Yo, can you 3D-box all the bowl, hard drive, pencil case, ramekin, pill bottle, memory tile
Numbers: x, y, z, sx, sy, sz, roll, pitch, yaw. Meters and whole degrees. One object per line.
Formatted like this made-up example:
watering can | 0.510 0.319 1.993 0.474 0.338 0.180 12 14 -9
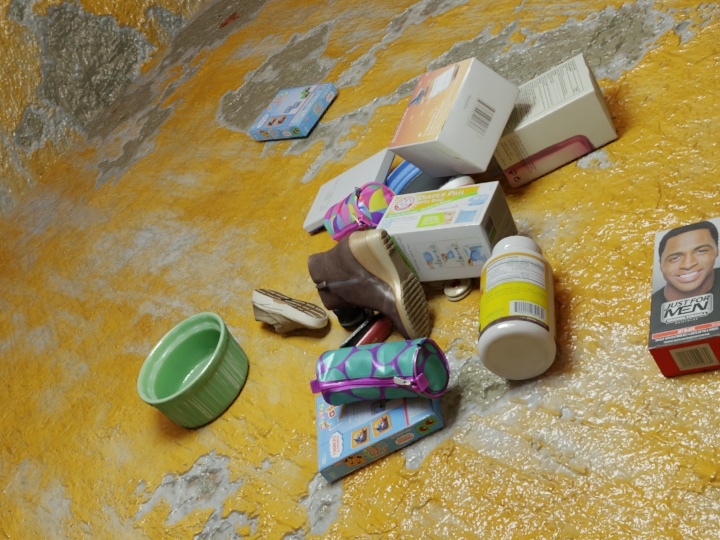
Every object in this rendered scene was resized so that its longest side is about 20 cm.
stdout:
bowl | 0.118 -0.158 1.750 0.199 0.039 0.202 -32 29 20
hard drive | -0.023 -0.159 1.882 0.198 0.025 0.133 -25 31 40
pencil case | 0.028 0.149 1.378 0.197 0.087 0.092 -11 12 37
ramekin | -0.298 0.185 1.718 0.197 0.098 0.202 -27 35 20
pill bottle | 0.222 0.047 1.350 0.108 0.110 0.202 -20 37 26
memory tile | 0.158 -0.035 1.598 0.153 0.017 0.199 -45 33 -8
pencil case | -0.004 -0.101 1.718 0.089 0.088 0.200 -51 8 -18

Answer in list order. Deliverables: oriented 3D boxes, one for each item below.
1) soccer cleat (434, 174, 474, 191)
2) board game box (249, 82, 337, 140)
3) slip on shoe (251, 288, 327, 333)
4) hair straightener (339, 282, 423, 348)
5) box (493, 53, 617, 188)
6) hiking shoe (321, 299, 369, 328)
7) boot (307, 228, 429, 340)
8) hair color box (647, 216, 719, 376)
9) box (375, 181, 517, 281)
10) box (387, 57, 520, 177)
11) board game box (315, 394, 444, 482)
soccer cleat | 0.121 -0.082 1.623 0.198 0.068 0.074 -34 65 24
board game box | -0.165 -0.386 2.309 0.198 0.037 0.153 5 53 47
slip on shoe | -0.131 0.084 1.712 0.198 0.075 0.062 17 101 44
hair straightener | 0.033 0.066 1.577 0.201 0.041 0.077 -52 34 -9
box | 0.317 -0.252 1.612 0.197 0.109 0.129 -25 35 21
hiking shoe | 0.000 0.000 1.649 0.073 0.087 0.202 -11 42 36
boot | 0.013 0.040 1.525 0.165 0.203 0.072 -22 5 39
hair color box | 0.426 0.031 1.209 0.100 0.061 0.202 -16 39 33
box | 0.134 -0.058 1.517 0.196 0.102 0.113 -6 37 33
box | 0.154 -0.253 1.604 0.155 0.105 0.199 -65 21 -8
board game box | 0.024 0.211 1.421 0.197 0.037 0.153 -28 35 16
